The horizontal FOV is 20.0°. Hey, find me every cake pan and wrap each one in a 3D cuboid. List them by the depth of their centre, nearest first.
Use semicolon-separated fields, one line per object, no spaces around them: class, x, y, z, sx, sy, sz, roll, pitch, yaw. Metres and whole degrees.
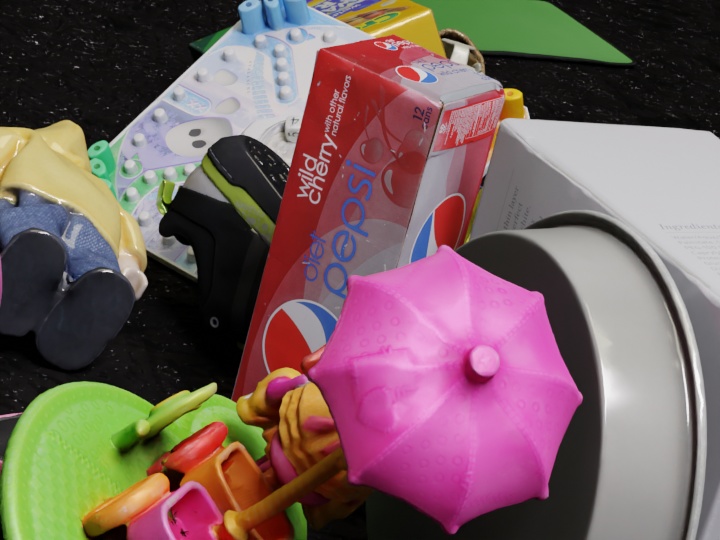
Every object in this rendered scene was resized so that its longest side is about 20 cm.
cake pan;0.058;0.074;0.786;0.036;0.202;0.200;9;22;-27

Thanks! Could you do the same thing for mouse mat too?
mouse mat;0.120;-0.211;1.749;0.198;0.008;0.161;3;26;-30

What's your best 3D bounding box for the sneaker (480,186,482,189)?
sneaker;0.047;-0.034;1.225;0.078;0.076;0.201;21;27;-15

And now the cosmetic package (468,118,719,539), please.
cosmetic package;0.127;0.069;0.846;0.122;0.201;0.200;0;27;-30

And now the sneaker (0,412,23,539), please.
sneaker;-0.147;0.090;0.804;0.095;0.080;0.199;22;15;31

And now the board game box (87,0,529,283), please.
board game box;-0.038;-0.070;1.156;0.199;0.026;0.200;28;59;28

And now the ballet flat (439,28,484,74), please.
ballet flat;0.060;-0.121;1.424;0.070;0.066;0.200;12;23;-9

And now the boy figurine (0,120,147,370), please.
boy figurine;-0.166;-0.029;1.054;0.124;0.065;0.200;31;14;-24

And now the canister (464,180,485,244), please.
canister;0.140;0.027;1.062;0.199;0.087;0.149;28;24;0

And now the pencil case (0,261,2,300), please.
pencil case;-0.254;0.006;0.892;0.090;0.094;0.199;29;27;29

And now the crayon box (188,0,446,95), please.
crayon box;-0.024;-0.130;1.292;0.125;0.052;0.200;-23;21;-11

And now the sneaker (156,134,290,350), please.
sneaker;-0.035;0.023;1.038;0.201;0.083;0.072;55;16;24

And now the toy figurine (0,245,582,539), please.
toy figurine;-0.001;0.062;0.738;0.151;0.183;0.200;59;24;-1

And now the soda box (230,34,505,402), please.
soda box;0.000;0.000;0.924;0.070;0.202;0.063;27;24;26
